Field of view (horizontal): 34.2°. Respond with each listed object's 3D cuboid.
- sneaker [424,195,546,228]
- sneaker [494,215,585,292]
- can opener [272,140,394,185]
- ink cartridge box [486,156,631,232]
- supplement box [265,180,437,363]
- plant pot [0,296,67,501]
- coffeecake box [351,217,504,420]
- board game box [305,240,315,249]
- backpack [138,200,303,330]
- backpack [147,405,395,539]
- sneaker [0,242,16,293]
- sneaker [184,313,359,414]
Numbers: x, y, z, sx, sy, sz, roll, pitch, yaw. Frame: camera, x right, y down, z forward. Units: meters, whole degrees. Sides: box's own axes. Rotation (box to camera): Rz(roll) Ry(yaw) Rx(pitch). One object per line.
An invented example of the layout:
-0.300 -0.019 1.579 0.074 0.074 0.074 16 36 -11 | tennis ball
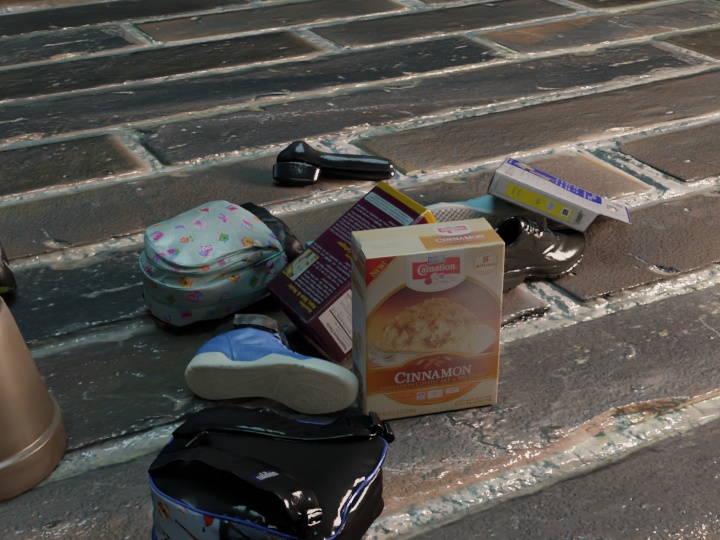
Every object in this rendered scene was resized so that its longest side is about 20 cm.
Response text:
0.163 -0.072 1.686 0.199 0.074 0.082 3 22 -19 | sneaker
0.229 -0.034 1.578 0.200 0.091 0.076 -17 29 -33 | sneaker
-0.043 -0.169 1.912 0.199 0.079 0.063 3 -13 0 | can opener
0.289 -0.102 1.694 0.200 0.047 0.198 26 14 6 | ink cartridge box
0.000 0.000 1.418 0.200 0.086 0.110 -42 39 -9 | supplement box
-0.408 0.117 1.187 0.199 0.174 0.200 1 26 0 | plant pot
0.071 0.053 1.276 0.153 0.201 0.073 -7 26 -12 | coffeecake box
0.037 0.003 1.554 0.151 0.047 0.200 -14 29 -26 | board game box
-0.189 -0.011 1.498 0.200 0.127 0.167 -23 37 -33 | backpack
-0.087 0.204 1.030 0.190 0.154 0.200 17 24 16 | backpack
-0.528 -0.008 1.568 0.090 0.078 0.200 -26 29 -27 | sneaker
-0.089 0.098 1.325 0.199 0.077 0.111 1 35 18 | sneaker
